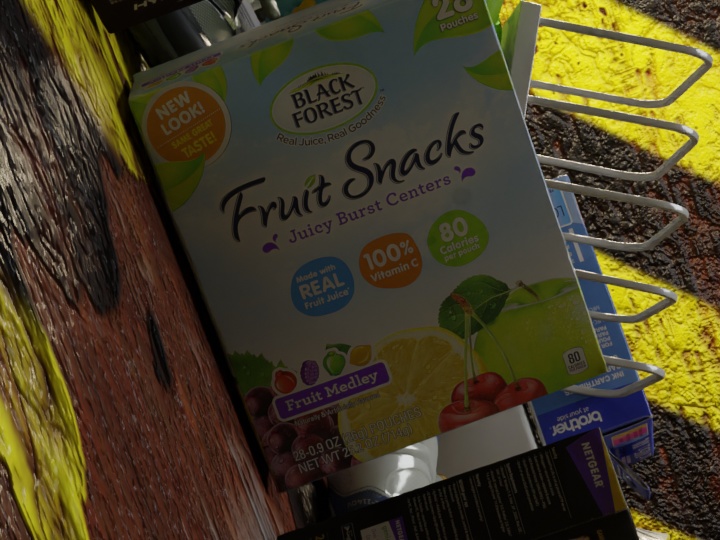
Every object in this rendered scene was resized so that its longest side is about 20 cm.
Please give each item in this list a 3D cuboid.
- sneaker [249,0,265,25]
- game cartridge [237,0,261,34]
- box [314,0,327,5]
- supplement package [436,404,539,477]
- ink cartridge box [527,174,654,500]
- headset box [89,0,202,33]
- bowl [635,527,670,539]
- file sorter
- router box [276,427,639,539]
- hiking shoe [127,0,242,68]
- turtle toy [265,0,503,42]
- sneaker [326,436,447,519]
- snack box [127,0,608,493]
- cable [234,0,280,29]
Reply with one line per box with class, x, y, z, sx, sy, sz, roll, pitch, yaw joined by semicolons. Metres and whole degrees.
sneaker;-0.056;-0.135;1.486;0.081;0.075;0.202;-157;-130;-77
game cartridge;-0.076;-0.123;1.312;0.200;0.041;0.134;61;8;-68
box;0.020;-0.099;1.085;0.082;0.049;0.202;-80;155;-66
supplement package;0.045;0.090;1.361;0.120;0.120;0.202;64;9;-64
ink cartridge box;0.136;0.057;1.363;0.137;0.076;0.202;59;14;-74
headset box;-0.119;-0.222;0.886;0.200;0.077;0.150;63;9;-60
bowl;0.081;0.204;1.204;0.094;0.201;0.201;37;-1;8
file sorter;0.123;-0.032;1.236;0.139;0.123;0.202;125;-25;-78
router box;0.065;0.177;0.983;0.052;0.156;0.201;-105;175;-48
hiking shoe;-0.076;-0.167;1.035;0.076;0.100;0.201;60;12;-63
turtle toy;0.014;-0.131;1.223;0.101;0.199;0.147;14;62;-41
sneaker;0.011;0.145;1.154;0.200;0.074;0.089;68;27;-62
snack box;0.004;-0.022;0.972;0.068;0.167;0.202;-107;176;-75
cable;-0.094;-0.234;1.192;0.097;0.050;0.201;-39;108;-57
